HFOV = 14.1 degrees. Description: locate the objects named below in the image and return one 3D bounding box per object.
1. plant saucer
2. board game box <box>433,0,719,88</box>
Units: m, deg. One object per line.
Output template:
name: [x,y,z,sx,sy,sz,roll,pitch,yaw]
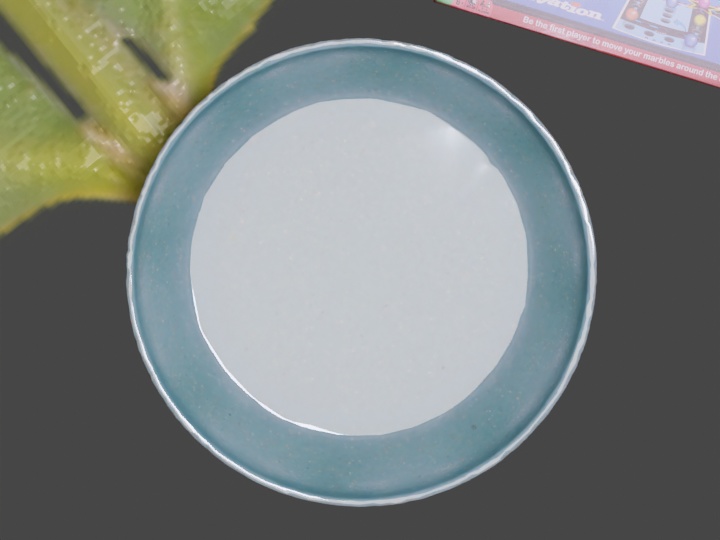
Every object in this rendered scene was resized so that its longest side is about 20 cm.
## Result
plant saucer: [0.000,0.000,1.247,0.200,0.036,0.200,0,95,-2]
board game box: [0.141,-0.135,1.245,0.200,0.019,0.103,16,94,-3]
